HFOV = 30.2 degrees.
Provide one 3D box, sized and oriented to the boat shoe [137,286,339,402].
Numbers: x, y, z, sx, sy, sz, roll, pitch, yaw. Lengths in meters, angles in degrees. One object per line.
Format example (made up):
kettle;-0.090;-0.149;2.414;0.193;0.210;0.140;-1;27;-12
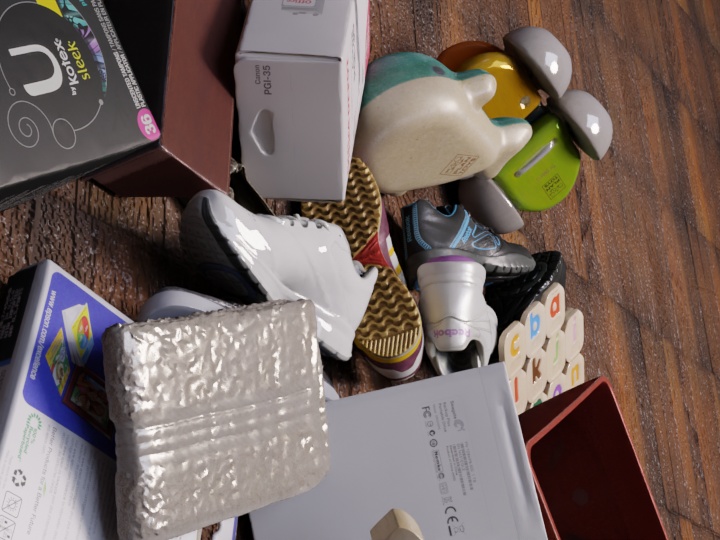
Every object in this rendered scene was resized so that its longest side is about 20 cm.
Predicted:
boat shoe;-0.085;0.054;0.954;0.200;0.070;0.066;33;29;-42

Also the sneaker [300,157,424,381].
sneaker;0.000;0.000;1.125;0.090;0.075;0.201;78;-4;-63

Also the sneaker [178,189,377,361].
sneaker;-0.058;-0.010;0.974;0.200;0.074;0.087;43;71;-49

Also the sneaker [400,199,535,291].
sneaker;0.108;-0.027;1.296;0.200;0.073;0.082;4;69;-58

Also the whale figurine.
whale figurine;0.064;-0.136;1.223;0.199;0.159;0.104;4;50;-41

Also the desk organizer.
desk organizer;-0.140;-0.142;0.971;0.077;0.071;0.201;37;43;-46

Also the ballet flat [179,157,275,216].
ballet flat;-0.072;-0.019;1.030;0.200;0.046;0.068;55;34;-25

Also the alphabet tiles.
alphabet tiles;0.164;0.120;1.272;0.200;0.015;0.197;-37;131;-45

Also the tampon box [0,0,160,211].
tampon box;-0.238;-0.100;0.731;0.200;0.126;0.150;-32;100;-59

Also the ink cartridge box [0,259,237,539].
ink cartridge box;-0.154;0.127;0.819;0.200;0.047;0.198;44;38;-40

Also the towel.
towel;-0.088;0.089;0.847;0.200;0.034;0.133;-5;89;-56

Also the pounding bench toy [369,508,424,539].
pounding bench toy;-0.008;0.269;0.846;0.124;0.155;0.201;103;-31;-86

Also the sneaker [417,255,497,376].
sneaker;0.080;0.062;1.169;0.200;0.074;0.100;63;25;-66

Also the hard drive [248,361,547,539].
hard drive;0.019;0.151;0.940;0.027;0.199;0.133;68;9;-77

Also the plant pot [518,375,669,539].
plant pot;0.126;0.225;1.079;0.200;0.176;0.201;-24;93;-60

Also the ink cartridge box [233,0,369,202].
ink cartridge box;-0.041;-0.171;1.064;0.147;0.082;0.201;90;6;-46

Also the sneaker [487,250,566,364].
sneaker;0.171;0.061;1.362;0.091;0.076;0.200;58;41;-31

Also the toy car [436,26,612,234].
toy car;0.144;-0.152;1.376;0.200;0.175;0.150;48;0;-32
